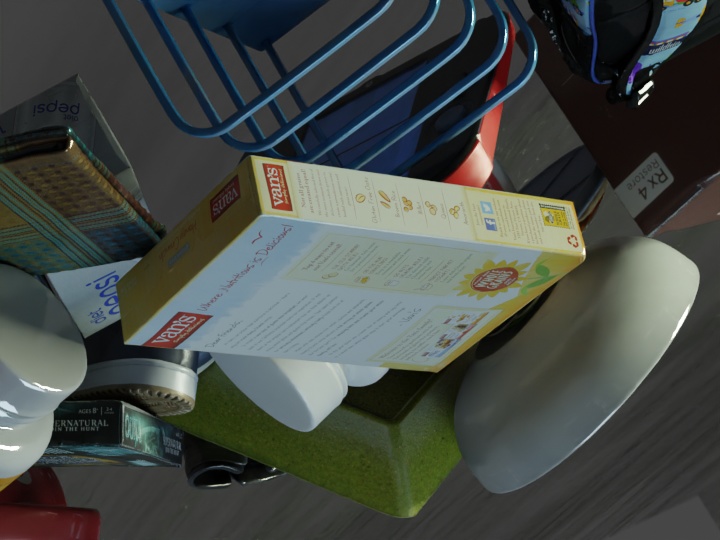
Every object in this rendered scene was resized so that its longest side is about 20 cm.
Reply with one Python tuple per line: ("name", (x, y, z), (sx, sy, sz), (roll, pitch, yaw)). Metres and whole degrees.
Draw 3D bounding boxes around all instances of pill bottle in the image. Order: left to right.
("pill bottle", (-0.234, 0.084, 1.030), (0.200, 0.109, 0.109), (-38, 162, 24))
("pill bottle", (0.000, 0.000, 1.282), (0.200, 0.114, 0.114), (-46, 169, -20))

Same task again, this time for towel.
("towel", (-0.209, -0.023, 0.979), (0.200, 0.022, 0.147), (-10, 160, 11))

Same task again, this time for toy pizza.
("toy pizza", (0.102, -0.005, 1.337), (0.200, 0.032, 0.200), (-46, -172, 9))

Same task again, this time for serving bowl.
("serving bowl", (0.126, 0.048, 1.308), (0.200, 0.066, 0.200), (-47, -172, 8))

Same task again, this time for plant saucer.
("plant saucer", (-0.006, 0.066, 1.399), (0.200, 0.200, 0.048), (-45, 148, -48))

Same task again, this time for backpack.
("backpack", (0.167, -0.199, 1.057), (0.182, 0.135, 0.200), (-30, 164, 1))

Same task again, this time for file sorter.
("file sorter", (-0.017, -0.128, 0.975), (0.139, 0.123, 0.200), (-36, 162, 17))

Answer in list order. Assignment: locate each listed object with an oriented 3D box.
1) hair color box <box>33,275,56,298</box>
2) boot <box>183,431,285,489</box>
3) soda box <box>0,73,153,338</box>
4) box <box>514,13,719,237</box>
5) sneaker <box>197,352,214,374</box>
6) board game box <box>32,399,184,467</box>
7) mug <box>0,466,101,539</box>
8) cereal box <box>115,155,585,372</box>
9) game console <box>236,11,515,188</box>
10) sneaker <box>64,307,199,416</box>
("hair color box", (-0.273, 0.037, 1.122), (0.200, 0.061, 0.099), (-28, 163, -5))
("boot", (-0.074, 0.092, 1.485), (0.200, 0.132, 0.070), (-15, 157, -41))
("soda box", (-0.154, -0.031, 1.119), (0.068, 0.064, 0.200), (-29, 162, -8))
("box", (0.246, -0.143, 1.295), (0.200, 0.164, 0.166), (-11, 154, -47))
("sneaker", (-0.093, 0.009, 1.339), (0.200, 0.075, 0.085), (-29, 158, -26))
("board game box", (-0.189, 0.101, 1.220), (0.135, 0.028, 0.200), (-1, 171, 4))
("mug", (-0.286, 0.158, 1.337), (0.177, 0.134, 0.200), (-32, 159, 16))
("cereal box", (-0.005, 0.001, 1.031), (0.200, 0.040, 0.144), (8, 149, -34))
("game console", (-0.005, -0.059, 1.138), (0.200, 0.031, 0.177), (-26, -149, 28))
("sneaker", (-0.173, 0.035, 1.273), (0.200, 0.109, 0.070), (-4, 160, 38))
